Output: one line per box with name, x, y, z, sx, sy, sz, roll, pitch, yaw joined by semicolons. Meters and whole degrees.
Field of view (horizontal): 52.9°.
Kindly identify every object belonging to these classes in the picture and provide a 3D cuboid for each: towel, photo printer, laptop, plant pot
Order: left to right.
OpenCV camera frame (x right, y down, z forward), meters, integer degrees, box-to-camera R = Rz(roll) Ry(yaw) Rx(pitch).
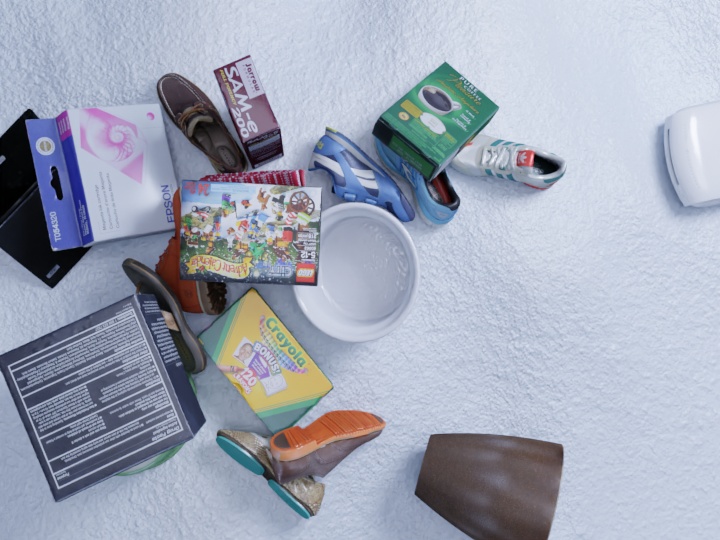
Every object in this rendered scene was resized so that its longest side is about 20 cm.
laptop;-0.501;-0.114;1.130;0.199;0.103;0.178;40;84;24
towel;-0.166;-0.076;1.095;0.196;0.022;0.149;0;95;30
plant pot;0.187;0.327;1.098;0.195;0.187;0.192;15;86;11
photo printer;0.606;-0.199;1.204;0.195;0.069;0.171;-11;88;-6

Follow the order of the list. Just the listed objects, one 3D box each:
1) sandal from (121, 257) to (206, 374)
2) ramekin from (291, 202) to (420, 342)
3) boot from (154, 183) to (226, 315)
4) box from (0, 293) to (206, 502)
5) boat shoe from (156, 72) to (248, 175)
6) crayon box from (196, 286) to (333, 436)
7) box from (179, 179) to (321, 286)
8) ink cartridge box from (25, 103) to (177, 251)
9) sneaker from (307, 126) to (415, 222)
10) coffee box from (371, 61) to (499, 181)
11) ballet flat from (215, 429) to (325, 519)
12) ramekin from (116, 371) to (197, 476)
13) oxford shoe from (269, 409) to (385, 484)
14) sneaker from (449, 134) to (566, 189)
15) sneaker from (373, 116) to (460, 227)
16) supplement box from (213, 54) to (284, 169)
sandal;-0.299;0.075;1.074;0.054;0.081;0.204;-36;110;-37
ramekin;0.000;0.000;1.102;0.195;0.098;0.206;1;95;12
boot;-0.272;-0.031;1.093;0.104;0.075;0.206;0;104;19
box;-0.340;0.164;0.973;0.196;0.123;0.202;-23;89;-4
boat shoe;-0.248;-0.230;1.127;0.072;0.072;0.202;-36;91;-6
crayon box;-0.147;0.142;1.123;0.118;0.058;0.201;-40;91;-6
box;-0.154;-0.053;1.021;0.194;0.038;0.141;2;94;-3
ink cartridge box;-0.379;-0.144;1.089;0.196;0.043;0.202;-13;89;-33
sneaker;0.002;-0.137;1.148;0.199;0.074;0.083;41;94;-2
coffee box;0.120;-0.234;1.121;0.122;0.044;0.200;39;53;6
ballet flat;-0.135;0.299;1.123;0.199;0.070;0.066;42;58;-4
ramekin;-0.348;0.206;1.081;0.194;0.098;0.206;0;87;-5
oxford shoe;-0.049;0.269;1.111;0.196;0.071;0.075;-10;111;-28
sneaker;0.237;-0.182;1.158;0.195;0.093;0.072;13;86;-4
sneaker;0.098;-0.169;1.141;0.078;0.090;0.202;-38;93;-18
supplement box;-0.161;-0.227;1.071;0.060;0.200;0.111;-23;89;-6
